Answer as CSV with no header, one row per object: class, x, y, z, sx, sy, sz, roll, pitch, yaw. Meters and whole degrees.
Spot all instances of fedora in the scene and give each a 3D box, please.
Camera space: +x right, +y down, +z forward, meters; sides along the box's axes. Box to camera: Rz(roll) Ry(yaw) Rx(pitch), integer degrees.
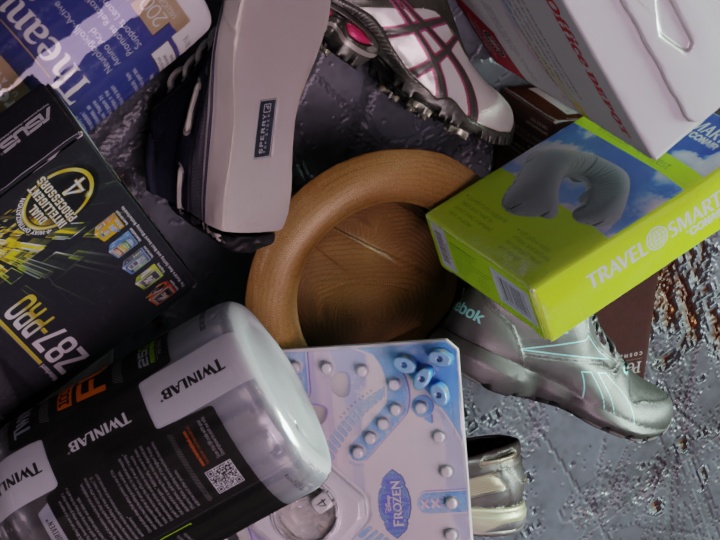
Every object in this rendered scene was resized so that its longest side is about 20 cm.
fedora,0.000,0.000,1.556,0.201,0.082,0.201,-16,123,-26

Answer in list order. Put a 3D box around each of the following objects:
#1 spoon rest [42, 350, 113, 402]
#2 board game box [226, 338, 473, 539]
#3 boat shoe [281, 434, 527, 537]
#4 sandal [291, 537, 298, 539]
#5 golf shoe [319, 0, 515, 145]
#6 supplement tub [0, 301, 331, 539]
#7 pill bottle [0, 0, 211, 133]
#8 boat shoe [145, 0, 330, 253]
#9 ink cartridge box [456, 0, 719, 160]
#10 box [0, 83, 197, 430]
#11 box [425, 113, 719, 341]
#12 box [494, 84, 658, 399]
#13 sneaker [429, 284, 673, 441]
spoon rest,-0.201,0.101,1.507,0.099,0.061,0.200,-6,116,-24
board game box,-0.033,0.148,1.492,0.200,0.026,0.200,-4,95,6
boat shoe,0.024,0.131,1.581,0.200,0.074,0.073,4,93,-41
sandal,-0.121,0.192,1.541,0.201,0.057,0.080,-10,101,23
golf shoe,0.036,-0.145,1.514,0.200,0.077,0.088,33,88,-36
supplement tub,-0.129,0.114,1.424,0.200,0.123,0.123,-29,125,7
pill bottle,-0.191,-0.118,1.380,0.200,0.111,0.111,-41,125,-6
boat shoe,-0.081,-0.118,1.449,0.075,0.093,0.200,-2,110,-43
ink cartridge box,0.150,-0.188,1.476,0.145,0.200,0.145,-39,125,-7
box,-0.195,0.000,1.374,0.161,0.049,0.200,-35,151,-3
box,0.156,-0.046,1.500,0.200,0.122,0.048,-32,127,-16
box,0.142,-0.022,1.628,0.100,0.075,0.200,-8,117,-26
sneaker,0.136,0.054,1.572,0.200,0.075,0.079,22,93,-39
